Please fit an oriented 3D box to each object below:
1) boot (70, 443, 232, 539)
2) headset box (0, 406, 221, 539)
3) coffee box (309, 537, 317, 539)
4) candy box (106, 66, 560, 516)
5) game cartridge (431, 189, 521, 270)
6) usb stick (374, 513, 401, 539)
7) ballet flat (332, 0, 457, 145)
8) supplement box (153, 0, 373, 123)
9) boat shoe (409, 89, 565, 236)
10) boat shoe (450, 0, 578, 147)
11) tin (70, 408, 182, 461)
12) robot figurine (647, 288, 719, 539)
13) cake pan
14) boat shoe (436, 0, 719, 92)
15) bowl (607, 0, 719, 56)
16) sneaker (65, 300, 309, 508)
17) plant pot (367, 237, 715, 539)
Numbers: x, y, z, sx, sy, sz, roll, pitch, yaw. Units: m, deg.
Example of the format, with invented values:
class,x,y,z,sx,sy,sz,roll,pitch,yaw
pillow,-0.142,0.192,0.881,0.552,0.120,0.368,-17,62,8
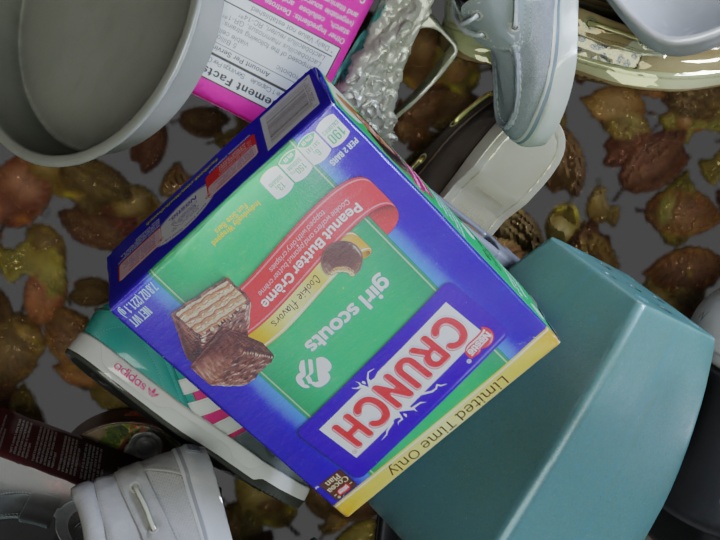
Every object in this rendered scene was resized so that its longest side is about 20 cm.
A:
class,x,y,z,sx,sy,sz,roll,pitch,yaw
boot,-0.112,0.212,0.884,0.095,0.074,0.201,-15,76,-13
headset box,-0.208,0.186,0.959,0.199,0.077,0.150,23,102,-13
coffee box,-0.056,0.291,1.005,0.122,0.044,0.201,-27,130,-28
candy box,-0.016,0.017,0.837,0.169,0.077,0.200,-41,115,11
game cartridge,0.000,0.000,0.912,0.199,0.042,0.133,34,100,-33
usb stick,0.045,0.117,1.025,0.055,0.033,0.202,6,106,0
ballet flat,0.039,-0.163,0.900,0.071,0.072,0.201,25,109,-12
supplement box,-0.039,-0.192,0.887,0.103,0.101,0.201,26,103,-14
boat shoe,0.046,-0.037,0.964,0.200,0.060,0.072,-46,125,11
boat shoe,0.084,-0.167,0.849,0.071,0.070,0.202,-6,117,-15
tin,-0.175,0.190,1.022,0.111,0.042,0.201,17,104,-15
robot figurine,0.262,0.107,0.993,0.124,0.150,0.202,22,106,21
cake pan,-0.154,-0.157,0.859,0.037,0.200,0.201,11,111,-53
boat shoe,0.150,-0.155,0.932,0.198,0.073,0.063,6,109,-7
bowl,0.213,-0.233,0.884,0.199,0.075,0.201,-28,72,2
sneaker,-0.084,0.061,0.965,0.200,0.083,0.121,42,75,-31
plant pot,0.117,0.093,0.923,0.141,0.141,0.201,21,104,-43
